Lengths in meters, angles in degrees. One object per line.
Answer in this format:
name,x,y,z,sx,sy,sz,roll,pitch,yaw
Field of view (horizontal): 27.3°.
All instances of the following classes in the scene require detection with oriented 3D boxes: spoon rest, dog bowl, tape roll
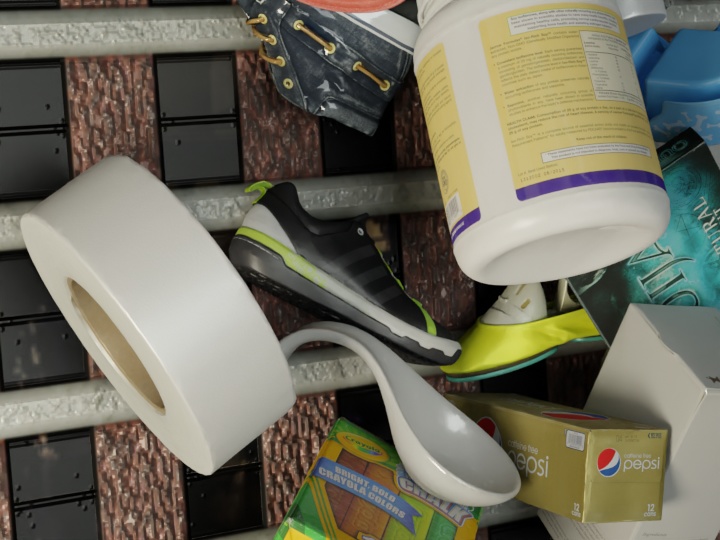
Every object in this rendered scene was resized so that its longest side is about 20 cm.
spoon rest,0.026,0.096,1.023,0.199,0.099,0.061,31,109,9
dog bowl,0.218,-0.145,1.102,0.112,0.198,0.050,-52,137,-31
tape roll,-0.129,0.028,0.935,0.071,0.202,0.204,-37,108,-18

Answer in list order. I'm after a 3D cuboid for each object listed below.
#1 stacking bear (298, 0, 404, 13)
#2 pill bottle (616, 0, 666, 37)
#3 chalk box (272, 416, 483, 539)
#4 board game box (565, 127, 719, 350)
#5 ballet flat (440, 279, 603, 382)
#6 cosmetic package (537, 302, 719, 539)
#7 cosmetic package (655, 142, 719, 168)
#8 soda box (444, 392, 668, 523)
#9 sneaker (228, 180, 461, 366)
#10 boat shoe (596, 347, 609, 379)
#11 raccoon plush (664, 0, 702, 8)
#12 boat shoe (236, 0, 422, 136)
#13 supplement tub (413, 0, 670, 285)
stacking bear,0.017,-0.263,1.000,0.113,0.122,0.201,30,36,-4
pill bottle,0.163,-0.271,1.082,0.110,0.111,0.202,-13,83,-24
chalk box,0.001,0.197,1.015,0.123,0.200,0.125,28,113,1
board game box,0.231,0.010,1.091,0.135,0.028,0.201,-34,121,5
ballet flat,0.149,0.031,1.136,0.198,0.067,0.068,-12,102,-15
cosmetic package,0.214,0.135,1.073,0.084,0.108,0.202,5,123,-27
cosmetic package,0.258,-0.046,1.182,0.107,0.090,0.201,-41,107,-18
soda box,0.133,0.131,1.068,0.067,0.199,0.065,3,92,-26
sneaker,0.000,0.000,1.063,0.199,0.072,0.084,30,75,-20
boat shoe,0.237,0.142,1.197,0.068,0.074,0.203,4,82,-54
raccoon plush,0.282,-0.265,1.128,0.132,0.200,0.098,-10,79,-16
boat shoe,-0.054,-0.171,1.030,0.199,0.071,0.092,26,100,-15
supplement tub,0.115,-0.105,0.982,0.144,0.145,0.202,-4,73,-25
